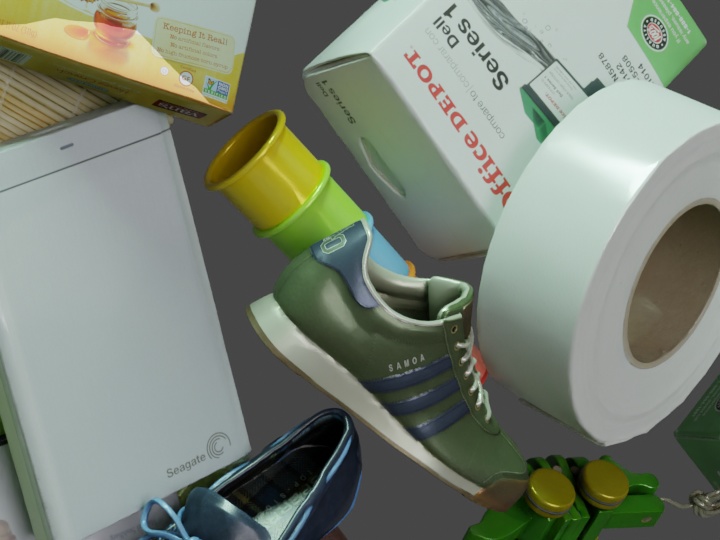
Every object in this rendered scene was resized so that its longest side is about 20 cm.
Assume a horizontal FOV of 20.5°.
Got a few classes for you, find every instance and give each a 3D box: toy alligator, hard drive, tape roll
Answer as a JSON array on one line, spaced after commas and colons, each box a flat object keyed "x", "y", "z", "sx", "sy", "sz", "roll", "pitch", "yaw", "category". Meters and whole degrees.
[{"x": 0.138, "y": 0.133, "z": 1.201, "sx": 0.199, "sy": 0.059, "sz": 0.054, "roll": -5, "pitch": 49, "yaw": -31, "category": "toy alligator"}, {"x": -0.134, "y": 0.024, "z": 1.022, "sx": 0.132, "sy": 0.027, "sz": 0.201, "roll": -24, "pitch": 108, "yaw": -38, "category": "hard drive"}, {"x": 0.155, "y": -0.004, "z": 1.152, "sx": 0.202, "sy": 0.071, "sz": 0.203, "roll": -33, "pitch": 137, "yaw": -37, "category": "tape roll"}]

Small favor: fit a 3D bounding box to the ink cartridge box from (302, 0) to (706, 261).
[{"x": 0.086, "y": -0.123, "z": 1.167, "sx": 0.200, "sy": 0.084, "sz": 0.146, "roll": -46, "pitch": 108, "yaw": -25, "category": "ink cartridge box"}]

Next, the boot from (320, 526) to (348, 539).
[{"x": 0.026, "y": 0.191, "z": 1.130, "sx": 0.200, "sy": 0.064, "sz": 0.187, "roll": 47, "pitch": 56, "yaw": -11, "category": "boot"}]

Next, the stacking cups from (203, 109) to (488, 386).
[{"x": 0.000, "y": 0.000, "z": 1.121, "sx": 0.200, "sy": 0.060, "sz": 0.061, "roll": 46, "pitch": 66, "yaw": -19, "category": "stacking cups"}]

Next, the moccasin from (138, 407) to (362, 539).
[{"x": -0.075, "y": 0.137, "z": 1.036, "sx": 0.080, "sy": 0.068, "sz": 0.200, "roll": 28, "pitch": 50, "yaw": 19, "category": "moccasin"}]

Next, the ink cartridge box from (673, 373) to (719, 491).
[{"x": 0.315, "y": 0.082, "z": 1.220, "sx": 0.145, "sy": 0.200, "sz": 0.088, "roll": -47, "pitch": 109, "yaw": -24, "category": "ink cartridge box"}]

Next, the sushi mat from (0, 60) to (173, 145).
[{"x": -0.176, "y": -0.097, "z": 1.010, "sx": 0.200, "sy": 0.012, "sz": 0.096, "roll": 30, "pitch": 67, "yaw": -37, "category": "sushi mat"}]

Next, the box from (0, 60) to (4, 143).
[{"x": -0.274, "y": -0.144, "z": 0.984, "sx": 0.199, "sy": 0.041, "sz": 0.157, "roll": 4, "pitch": 85, "yaw": -29, "category": "box"}]

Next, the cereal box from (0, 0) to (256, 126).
[{"x": -0.115, "y": -0.190, "z": 1.015, "sx": 0.143, "sy": 0.039, "sz": 0.201, "roll": 16, "pitch": 75, "yaw": -23, "category": "cereal box"}]

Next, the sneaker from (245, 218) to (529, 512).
[{"x": 0.038, "y": 0.049, "z": 1.088, "sx": 0.200, "sy": 0.067, "sz": 0.090, "roll": 37, "pitch": 101, "yaw": -24, "category": "sneaker"}]

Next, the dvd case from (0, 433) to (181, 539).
[{"x": -0.148, "y": 0.178, "z": 1.049, "sx": 0.142, "sy": 0.018, "sz": 0.201, "roll": -20, "pitch": 97, "yaw": -30, "category": "dvd case"}]
